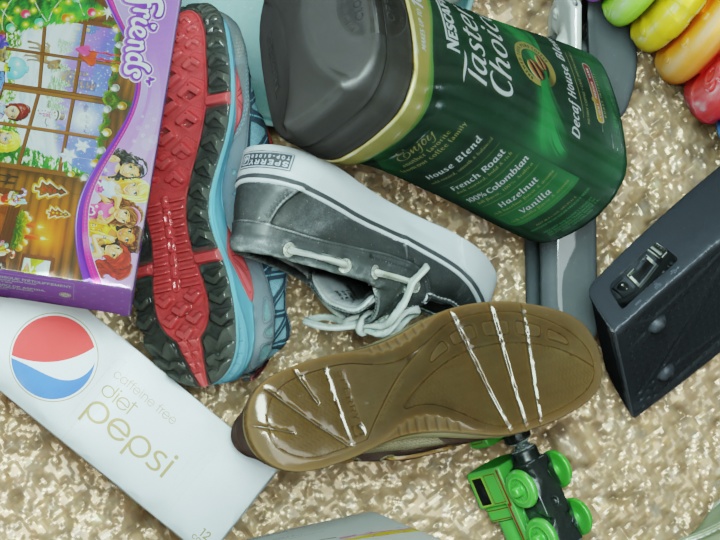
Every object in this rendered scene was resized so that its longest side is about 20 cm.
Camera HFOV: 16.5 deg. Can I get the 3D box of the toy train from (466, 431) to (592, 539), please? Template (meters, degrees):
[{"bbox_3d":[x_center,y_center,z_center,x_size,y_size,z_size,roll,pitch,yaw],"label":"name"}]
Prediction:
[{"bbox_3d":[0.092,0.126,1.366,0.042,0.056,0.200,-25,93,-38],"label":"toy train"}]

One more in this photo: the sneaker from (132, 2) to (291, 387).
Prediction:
[{"bbox_3d":[-0.077,-0.040,1.315,0.079,0.096,0.200,-2,90,31],"label":"sneaker"}]

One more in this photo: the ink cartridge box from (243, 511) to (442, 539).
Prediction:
[{"bbox_3d":[-0.024,0.215,1.268,0.145,0.200,0.147,-12,92,-11],"label":"ink cartridge box"}]

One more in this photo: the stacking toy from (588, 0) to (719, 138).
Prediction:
[{"bbox_3d":[0.161,-0.165,1.349,0.200,0.116,0.110,34,113,-8],"label":"stacking toy"}]

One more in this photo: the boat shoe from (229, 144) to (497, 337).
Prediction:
[{"bbox_3d":[0.002,0.000,1.301,0.199,0.074,0.068,33,65,-54],"label":"boat shoe"}]

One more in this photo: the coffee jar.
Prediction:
[{"bbox_3d":[0.041,-0.089,1.266,0.200,0.085,0.104,18,49,-39],"label":"coffee jar"}]

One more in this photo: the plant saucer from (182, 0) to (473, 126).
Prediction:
[{"bbox_3d":[-0.035,-0.175,1.358,0.200,0.036,0.200,0,89,-11],"label":"plant saucer"}]

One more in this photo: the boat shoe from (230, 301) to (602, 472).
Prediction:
[{"bbox_3d":[0.027,0.065,1.302,0.200,0.072,0.072,-15,83,-20],"label":"boat shoe"}]

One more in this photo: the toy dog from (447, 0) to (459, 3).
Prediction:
[{"bbox_3d":[0.007,-0.209,1.300,0.200,0.096,0.132,37,82,-8],"label":"toy dog"}]

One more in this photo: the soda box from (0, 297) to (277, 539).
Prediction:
[{"bbox_3d":[-0.141,0.064,1.314,0.200,0.068,0.064,40,82,-8],"label":"soda box"}]

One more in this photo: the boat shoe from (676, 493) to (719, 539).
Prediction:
[{"bbox_3d":[0.233,0.141,1.398,0.200,0.072,0.062,-18,73,-18],"label":"boat shoe"}]

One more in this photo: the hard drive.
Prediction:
[{"bbox_3d":[0.210,-0.014,1.362,0.200,0.135,0.042,-39,63,-8],"label":"hard drive"}]

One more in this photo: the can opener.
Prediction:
[{"bbox_3d":[0.121,-0.057,1.379,0.066,0.053,0.200,3,88,-12],"label":"can opener"}]

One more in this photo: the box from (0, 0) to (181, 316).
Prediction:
[{"bbox_3d":[-0.166,-0.084,1.237,0.137,0.039,0.200,8,66,-4],"label":"box"}]
